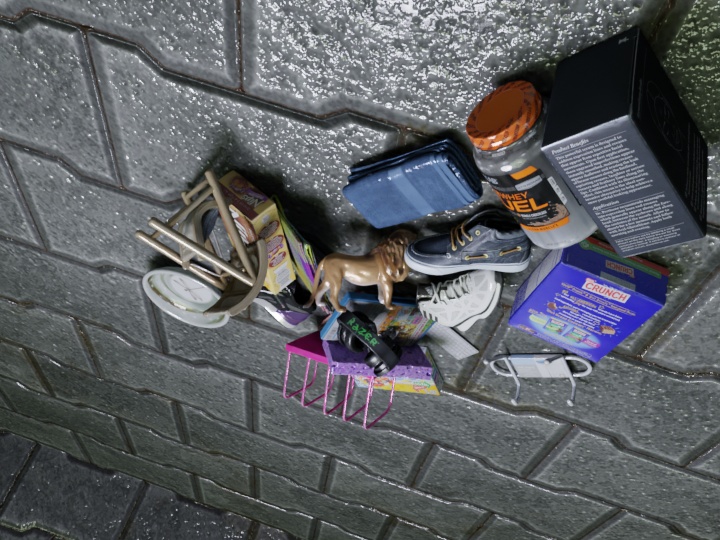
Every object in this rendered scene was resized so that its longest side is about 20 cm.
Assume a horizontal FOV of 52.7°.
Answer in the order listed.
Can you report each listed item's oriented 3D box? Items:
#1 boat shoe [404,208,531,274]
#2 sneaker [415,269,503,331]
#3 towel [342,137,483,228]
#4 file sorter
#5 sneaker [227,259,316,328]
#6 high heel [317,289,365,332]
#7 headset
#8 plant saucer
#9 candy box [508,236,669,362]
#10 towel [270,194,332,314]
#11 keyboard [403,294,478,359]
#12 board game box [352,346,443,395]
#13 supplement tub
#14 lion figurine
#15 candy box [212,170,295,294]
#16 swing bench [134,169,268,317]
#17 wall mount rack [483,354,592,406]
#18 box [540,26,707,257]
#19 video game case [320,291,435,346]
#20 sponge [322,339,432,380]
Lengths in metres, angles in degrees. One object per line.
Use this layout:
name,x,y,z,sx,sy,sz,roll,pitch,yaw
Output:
boat shoe,0.163,-0.049,1.115,0.197,0.072,0.092,-1,138,10
sneaker,0.157,0.043,1.219,0.114,0.077,0.201,10,150,-13
towel,0.076,-0.125,1.076,0.198,0.049,0.112,-13,133,39
file sorter,-0.040,0.218,1.464,0.197,0.139,0.127,15,104,24
sneaker,-0.170,0.028,1.415,0.087,0.076,0.199,-32,125,33
high heel,-0.038,0.090,1.411,0.095,0.068,0.201,7,148,1
headset,0.026,0.116,1.251,0.123,0.094,0.200,41,171,17
plant saucer,-0.362,0.046,1.543,0.197,0.051,0.201,14,146,10
candy box,0.350,0.044,1.137,0.167,0.078,0.201,23,147,-2
towel,-0.102,-0.025,1.263,0.144,0.023,0.201,53,167,39
keyboard,0.144,0.112,1.399,0.199,0.011,0.056,39,142,-24
board game box,0.065,0.208,1.553,0.197,0.035,0.135,1,141,27
supplement tub,0.224,-0.132,0.921,0.121,0.124,0.200,-13,133,40
lion figurine,0.000,0.000,1.190,0.197,0.072,0.125,-5,103,-8
candy box,-0.181,-0.062,1.252,0.116,0.056,0.201,39,157,30
swing bench,-0.249,-0.033,1.195,0.201,0.130,0.198,51,159,-14
wall mount rack,0.321,0.188,1.352,0.198,0.075,0.174,-6,138,32
box,0.311,-0.141,0.839,0.106,0.150,0.200,-16,131,41
video game case,0.041,0.092,1.337,0.197,0.018,0.144,7,142,-23
sponge,0.030,0.164,1.381,0.197,0.112,0.030,6,110,-17
